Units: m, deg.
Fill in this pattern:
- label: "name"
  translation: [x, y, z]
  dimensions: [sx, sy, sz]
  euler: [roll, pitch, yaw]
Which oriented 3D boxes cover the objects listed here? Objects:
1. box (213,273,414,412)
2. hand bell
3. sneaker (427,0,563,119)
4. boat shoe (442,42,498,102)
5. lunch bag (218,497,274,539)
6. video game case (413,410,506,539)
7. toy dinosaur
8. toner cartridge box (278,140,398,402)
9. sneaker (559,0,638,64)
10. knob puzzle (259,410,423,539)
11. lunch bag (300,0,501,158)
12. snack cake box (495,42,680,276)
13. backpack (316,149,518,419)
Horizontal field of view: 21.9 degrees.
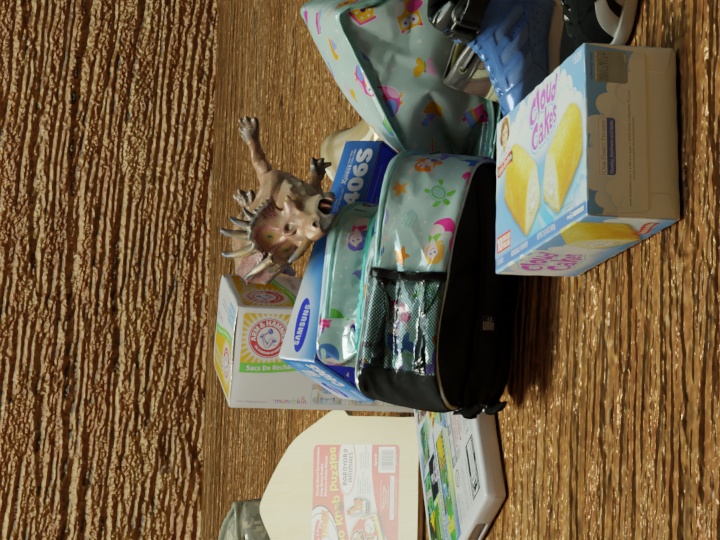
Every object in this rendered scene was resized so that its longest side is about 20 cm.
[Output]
- label: "box"
  translation: [-0.036, 0.070, 1.807]
  dimensions: [0.113, 0.198, 0.102]
  euler: [-123, 38, -70]
- label: "hand bell"
  translation: [0.046, -0.167, 1.812]
  dimensions: [0.105, 0.103, 0.201]
  euler: [-98, 29, -42]
- label: "sneaker"
  translation: [0.099, -0.172, 1.428]
  dimensions: [0.077, 0.110, 0.202]
  euler: [-112, 27, -63]
- label: "boat shoe"
  translation: [0.110, -0.231, 1.501]
  dimensions: [0.073, 0.064, 0.202]
  euler: [-107, 24, -63]
- label: "lunch bag"
  translation: [-0.069, 0.315, 1.997]
  dimensions: [0.200, 0.162, 0.119]
  euler: [116, 149, -62]
- label: "video game case"
  translation: [0.085, 0.154, 1.643]
  dimensions: [0.183, 0.022, 0.202]
  euler: [109, 159, -53]
- label: "toy dinosaur"
  translation: [-0.074, -0.029, 1.524]
  dimensions: [0.201, 0.085, 0.137]
  euler: [108, 171, -56]
- label: "toner cartridge box"
  translation: [0.000, 0.000, 1.579]
  dimensions: [0.043, 0.095, 0.202]
  euler: [3, 68, 39]
- label: "sneaker"
  translation: [0.136, -0.214, 1.260]
  dimensions: [0.201, 0.111, 0.074]
  euler: [106, 162, -48]
- label: "knob puzzle"
  translation: [-0.016, 0.238, 1.853]
  dimensions: [0.218, 0.030, 0.222]
  euler: [-5, 81, 36]
- label: "lunch bag"
  translation: [0.049, -0.167, 1.638]
  dimensions: [0.201, 0.121, 0.170]
  euler: [60, 174, -14]
- label: "snack cake box"
  translation: [0.151, -0.070, 1.270]
  dimensions: [0.200, 0.066, 0.116]
  euler: [138, 133, -73]
- label: "backpack"
  translation: [0.055, 0.004, 1.483]
  dimensions: [0.177, 0.149, 0.202]
  euler: [5, -84, -69]
